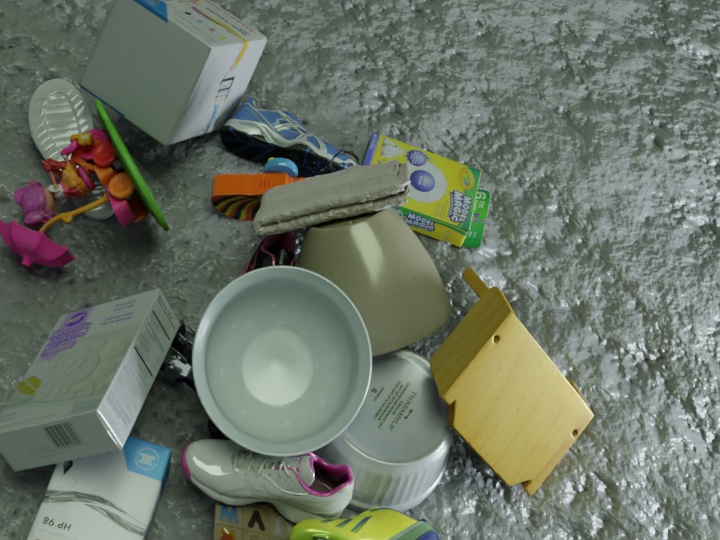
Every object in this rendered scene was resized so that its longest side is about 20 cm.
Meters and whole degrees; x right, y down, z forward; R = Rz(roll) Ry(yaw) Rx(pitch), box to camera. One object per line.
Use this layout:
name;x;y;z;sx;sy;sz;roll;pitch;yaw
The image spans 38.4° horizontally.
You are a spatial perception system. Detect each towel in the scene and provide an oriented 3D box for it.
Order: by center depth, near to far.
towel;-0.034;-0.092;1.258;0.196;0.035;0.133;-13;18;5

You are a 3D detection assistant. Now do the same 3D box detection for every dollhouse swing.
dollhouse swing;0.160;0.128;1.284;0.182;0.175;0.200;-48;120;-9

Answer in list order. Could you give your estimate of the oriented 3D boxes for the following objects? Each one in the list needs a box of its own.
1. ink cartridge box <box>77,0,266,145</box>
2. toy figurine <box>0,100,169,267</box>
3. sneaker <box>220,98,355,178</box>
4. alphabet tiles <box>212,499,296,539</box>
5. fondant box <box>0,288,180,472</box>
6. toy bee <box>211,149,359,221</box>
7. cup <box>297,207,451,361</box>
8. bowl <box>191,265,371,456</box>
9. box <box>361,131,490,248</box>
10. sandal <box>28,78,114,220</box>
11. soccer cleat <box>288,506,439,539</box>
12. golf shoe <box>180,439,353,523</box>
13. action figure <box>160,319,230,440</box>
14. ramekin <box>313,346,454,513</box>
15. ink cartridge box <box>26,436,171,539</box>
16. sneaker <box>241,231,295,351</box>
ink cartridge box;-0.243;-0.278;1.374;0.146;0.146;0.200;33;21;5
toy figurine;-0.359;-0.091;1.267;0.182;0.151;0.202;-29;62;-7
sneaker;-0.093;-0.182;1.446;0.197;0.076;0.078;23;58;-3
alphabet tiles;-0.083;0.319;1.113;0.164;0.006;0.202;19;36;-20
fondant box;-0.294;0.116;1.121;0.142;0.059;0.201;-15;31;21
toy bee;-0.095;-0.088;1.382;0.196;0.109;0.133;11;59;22
cup;0.000;0.000;1.251;0.198;0.199;0.146;-26;111;-29
bowl;-0.089;0.103;1.150;0.196;0.090;0.206;1;80;-8
box;0.092;-0.111;1.475;0.196;0.049;0.119;20;54;-6
sandal;-0.380;-0.154;1.360;0.081;0.050;0.206;-21;79;-16
soccer cleat;0.003;0.298;1.148;0.197;0.065;0.084;16;34;-29
golf shoe;-0.097;0.219;1.136;0.197;0.092;0.076;20;44;-17
action figure;-0.157;0.147;1.216;0.199;0.070;0.130;37;49;5
ramekin;0.023;0.177;1.232;0.198;0.095;0.206;8;55;-11
ink cartridge box;-0.283;0.274;1.091;0.114;0.067;0.203;17;54;-5
sneaker;-0.112;0.020;1.267;0.078;0.096;0.202;20;36;-16
